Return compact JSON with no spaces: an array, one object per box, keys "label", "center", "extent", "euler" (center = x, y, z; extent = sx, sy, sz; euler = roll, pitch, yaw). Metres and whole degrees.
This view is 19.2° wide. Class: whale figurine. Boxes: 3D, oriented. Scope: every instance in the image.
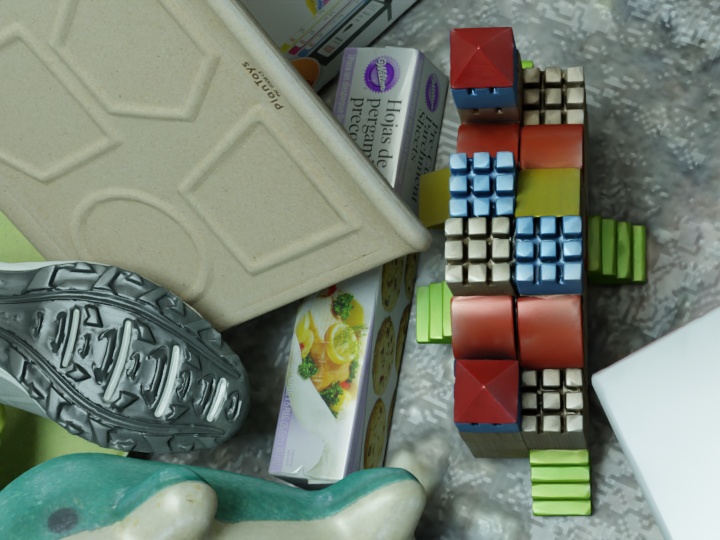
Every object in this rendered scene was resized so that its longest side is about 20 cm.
[{"label":"whale figurine","center":[-0.073,0.119,0.890],"extent":[0.199,0.159,0.104],"euler":[-17,53,-10]}]

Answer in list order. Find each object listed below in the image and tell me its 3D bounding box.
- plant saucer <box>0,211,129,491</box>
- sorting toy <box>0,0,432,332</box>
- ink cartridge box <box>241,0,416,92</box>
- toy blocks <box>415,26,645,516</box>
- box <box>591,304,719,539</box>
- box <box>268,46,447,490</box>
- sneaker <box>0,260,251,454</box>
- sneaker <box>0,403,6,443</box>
[{"label":"plant saucer","center":[-0.177,0.044,1.023],"extent":[0.199,0.031,0.201],"euler":[-7,73,22]},{"label":"sorting toy","center":[-0.088,-0.055,0.880],"extent":[0.199,0.185,0.037],"euler":[-19,29,43]},{"label":"ink cartridge box","center":[-0.058,-0.176,0.970],"extent":[0.200,0.147,0.145],"euler":[-42,63,8]},{"label":"toy blocks","center":[0.065,-0.008,0.859],"extent":[0.099,0.137,0.201],"euler":[-1,78,8]},{"label":"box","center":[0.193,0.068,0.754],"extent":[0.152,0.200,0.107],"euler":[-29,65,12]},{"label":"box","center":[0.000,0.000,0.951],"extent":[0.038,0.041,0.201],"euler":[4,75,24]},{"label":"sneaker","center":[-0.139,0.029,0.929],"extent":[0.199,0.079,0.074],"euler":[16,85,12]},{"label":"sneaker","center":[-0.179,0.148,0.945],"extent":[0.078,0.090,0.201],"euler":[-31,44,55]}]
